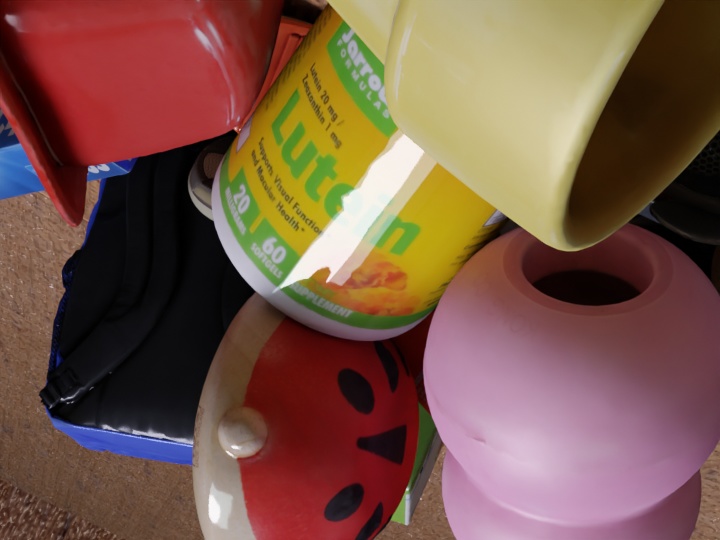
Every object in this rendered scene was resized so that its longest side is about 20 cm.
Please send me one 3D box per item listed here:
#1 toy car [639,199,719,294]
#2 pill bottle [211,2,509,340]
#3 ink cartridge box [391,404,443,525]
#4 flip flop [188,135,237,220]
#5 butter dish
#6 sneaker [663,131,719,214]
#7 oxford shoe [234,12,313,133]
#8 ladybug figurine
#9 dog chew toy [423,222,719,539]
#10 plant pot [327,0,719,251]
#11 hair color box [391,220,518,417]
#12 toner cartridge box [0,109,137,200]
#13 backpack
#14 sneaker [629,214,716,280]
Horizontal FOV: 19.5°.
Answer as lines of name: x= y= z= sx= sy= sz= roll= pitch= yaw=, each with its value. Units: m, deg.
toy car: x=0.194 y=0.029 z=0.907 sx=0.200 sy=0.158 sz=0.164 roll=34 pitch=-178 yaw=-9
pill bottle: x=0.030 y=-0.072 z=0.831 sx=0.111 sy=0.111 sz=0.200 roll=29 pitch=131 yaw=-11
ink cartridge box: x=0.026 y=0.083 z=1.329 sx=0.076 sy=0.148 sz=0.200 roll=21 pitch=163 yaw=9
flip flop: x=0.000 y=0.000 z=1.064 sx=0.200 sy=0.081 sz=0.058 roll=26 pitch=128 yaw=5
butter dish: x=-0.075 y=-0.138 z=0.837 sx=0.147 sy=0.200 sz=0.200 roll=-1 pitch=159 yaw=4
sneaker: x=0.191 y=-0.060 z=0.816 sx=0.199 sy=0.076 sz=0.114 roll=19 pitch=160 yaw=10
oxford shoe: x=-0.060 y=-0.110 z=1.061 sx=0.200 sy=0.071 sz=0.073 roll=24 pitch=-162 yaw=-18
ladybug figurine: x=-0.019 y=0.073 z=0.915 sx=0.072 sy=0.136 sz=0.200 roll=6 pitch=-179 yaw=12
dog chew toy: x=0.088 y=0.078 z=0.858 sx=0.124 sy=0.125 sz=0.200 roll=18 pitch=130 yaw=24
plant pot: x=0.046 y=-0.140 z=0.615 sx=0.189 sy=0.201 sz=0.201 roll=38 pitch=166 yaw=14
hair color box: x=0.062 y=0.011 z=0.993 sx=0.200 sy=0.111 sz=0.064 roll=47 pitch=143 yaw=11
toner cartridge box: x=-0.166 y=-0.095 z=1.167 sx=0.043 sy=0.095 sz=0.200 roll=35 pitch=160 yaw=-25
backpack: x=-0.079 y=0.009 z=1.168 sx=0.162 sy=0.200 sz=0.168 roll=9 pitch=168 yaw=5
sneaker: x=0.188 y=0.029 z=1.068 sx=0.200 sy=0.084 sz=0.121 roll=27 pitch=172 yaw=-1
